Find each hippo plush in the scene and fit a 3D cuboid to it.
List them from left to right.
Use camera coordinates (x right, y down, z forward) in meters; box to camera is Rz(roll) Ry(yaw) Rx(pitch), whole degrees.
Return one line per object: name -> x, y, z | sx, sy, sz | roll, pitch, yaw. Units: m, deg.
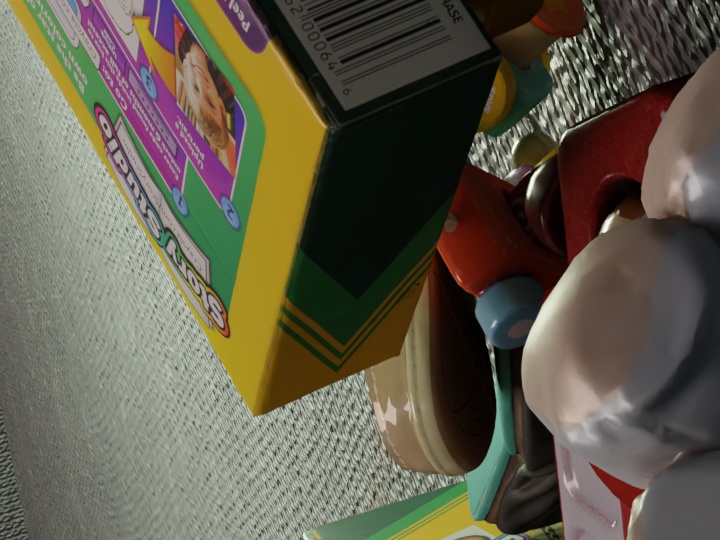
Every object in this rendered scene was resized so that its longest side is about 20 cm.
hippo plush -> 0.150, 0.031, 0.666 | 0.161, 0.200, 0.159 | 47, -144, -56

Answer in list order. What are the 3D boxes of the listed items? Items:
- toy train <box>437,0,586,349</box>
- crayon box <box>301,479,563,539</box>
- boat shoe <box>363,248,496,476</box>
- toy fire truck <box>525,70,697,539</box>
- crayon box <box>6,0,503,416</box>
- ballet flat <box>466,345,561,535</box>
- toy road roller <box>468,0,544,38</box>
toy train -> 0.049, -0.054, 1.008 | 0.150, 0.056, 0.200 | 26, -150, -46
crayon box -> 0.064, 0.140, 1.147 | 0.200, 0.119, 0.058 | -140, 36, -67
boat shoe -> 0.000, 0.000, 1.014 | 0.200, 0.065, 0.072 | -101, -10, -48
toy fire truck -> 0.096, 0.038, 0.853 | 0.168, 0.112, 0.200 | 33, 137, 58
crayon box -> -0.046, -0.083, 0.864 | 0.200, 0.058, 0.173 | 58, 159, 20
ballet flat -> 0.077, 0.046, 1.090 | 0.200, 0.068, 0.068 | 93, 176, -72
toy road roller -> -0.002, -0.153, 0.971 | 0.200, 0.146, 0.123 | 50, 154, 35
